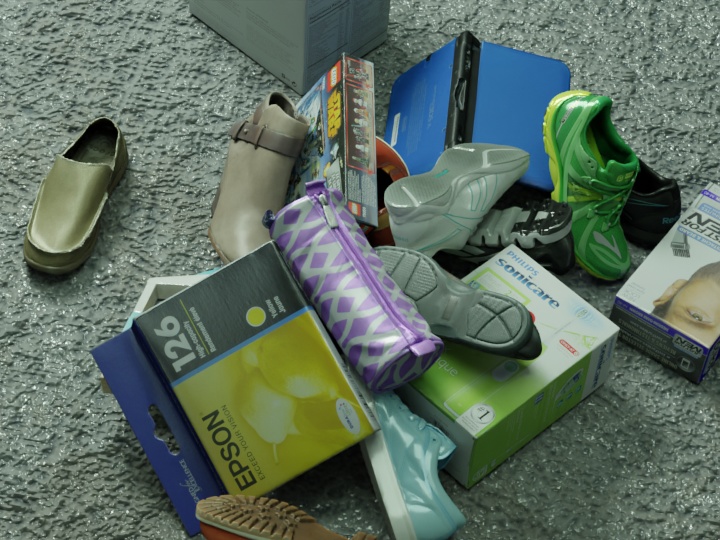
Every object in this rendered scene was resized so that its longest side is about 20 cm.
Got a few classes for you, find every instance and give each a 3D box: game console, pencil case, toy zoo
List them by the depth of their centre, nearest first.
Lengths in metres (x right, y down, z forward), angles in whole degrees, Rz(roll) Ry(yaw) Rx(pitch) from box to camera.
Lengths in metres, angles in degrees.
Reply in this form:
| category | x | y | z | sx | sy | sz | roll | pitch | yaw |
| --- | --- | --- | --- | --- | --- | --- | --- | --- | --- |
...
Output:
| category | x | y | z | sx | sy | sz | roll | pitch | yaw |
| --- | --- | --- | --- | --- | --- | --- | --- | --- | --- |
| pencil case | -0.003 | 0.013 | 1.587 | 0.084 | 0.086 | 0.200 | -20 | 67 | -38 |
| toy zoo | -0.159 | 0.054 | 1.687 | 0.131 | 0.020 | 0.200 | 2 | 33 | 11 |
| game console | 0.122 | -0.147 | 1.883 | 0.118 | 0.171 | 0.200 | 37 | 42 | -28 |

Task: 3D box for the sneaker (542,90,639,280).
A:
| category | x | y | z | sx | sy | sz | roll | pitch | yaw |
| --- | --- | --- | --- | --- | --- | --- | --- | --- | --- |
| sneaker | 0.240 | -0.084 | 1.773 | 0.083 | 0.200 | 0.074 | -4 | 16 | 44 |

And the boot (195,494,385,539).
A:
| category | x | y | z | sx | sy | sz | roll | pitch | yaw |
| --- | --- | --- | --- | --- | --- | --- | --- | --- | --- |
| boot | -0.059 | 0.264 | 1.501 | 0.200 | 0.107 | 0.075 | 21 | 17 | 14 |

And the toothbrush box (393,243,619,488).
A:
| category | x | y | z | sx | sy | sz | roll | pitch | yaw |
| --- | --- | --- | --- | --- | --- | --- | --- | --- | --- |
| toothbrush box | 0.124 | 0.088 | 1.675 | 0.200 | 0.086 | 0.146 | -32 | 58 | -29 |

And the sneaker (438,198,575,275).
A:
| category | x | y | z | sx | sy | sz | roll | pitch | yaw |
| --- | --- | --- | --- | --- | --- | --- | --- | --- | --- |
| sneaker | 0.132 | -0.025 | 1.784 | 0.200 | 0.091 | 0.067 | 2 | 42 | 32 |

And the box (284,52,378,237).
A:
| category | x | y | z | sx | sy | sz | roll | pitch | yaw |
| --- | --- | --- | --- | --- | --- | --- | --- | --- | --- |
| box | -0.034 | -0.099 | 1.757 | 0.040 | 0.137 | 0.200 | 16 | 55 | -26 |

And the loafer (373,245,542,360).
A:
| category | x | y | z | sx | sy | sz | roll | pitch | yaw |
| --- | --- | --- | --- | --- | --- | --- | --- | --- | --- |
| loafer | 0.081 | 0.039 | 1.628 | 0.200 | 0.063 | 0.072 | 25 | 78 | 36 |

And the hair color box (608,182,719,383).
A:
| category | x | y | z | sx | sy | sz | roll | pitch | yaw |
| --- | --- | --- | --- | --- | --- | --- | --- | --- | --- |
| hair color box | 0.348 | 0.009 | 1.775 | 0.109 | 0.065 | 0.200 | 31 | 56 | 19 |

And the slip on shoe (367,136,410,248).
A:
| category | x | y | z | sx | sy | sz | roll | pitch | yaw |
| --- | --- | --- | --- | --- | --- | --- | --- | --- | --- |
| slip on shoe | 0.013 | -0.088 | 1.782 | 0.074 | 0.061 | 0.200 | -26 | 36 | 6 |

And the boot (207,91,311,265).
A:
| category | x | y | z | sx | sy | sz | roll | pitch | yaw |
| --- | --- | --- | --- | --- | --- | --- | --- | --- | --- |
| boot | -0.094 | -0.088 | 1.751 | 0.070 | 0.146 | 0.200 | 18 | 23 | -31 |

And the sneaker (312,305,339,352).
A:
| category | x | y | z | sx | sy | sz | roll | pitch | yaw |
| --- | --- | --- | --- | --- | --- | --- | --- | --- | --- |
| sneaker | -0.048 | 0.090 | 1.659 | 0.075 | 0.079 | 0.200 | 11 | 70 | 18 |

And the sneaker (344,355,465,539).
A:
| category | x | y | z | sx | sy | sz | roll | pitch | yaw |
| --- | --- | --- | --- | --- | --- | --- | --- | --- | --- |
| sneaker | 0.042 | 0.156 | 1.602 | 0.082 | 0.074 | 0.200 | -15 | 73 | -7 |

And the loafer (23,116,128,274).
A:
| category | x | y | z | sx | sy | sz | roll | pitch | yaw |
| --- | --- | --- | --- | --- | --- | --- | --- | --- | --- |
| loafer | -0.294 | -0.082 | 1.798 | 0.076 | 0.068 | 0.200 | 11 | 50 | 5 |

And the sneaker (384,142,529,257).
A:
| category | x | y | z | sx | sy | sz | roll | pitch | yaw |
| --- | --- | --- | --- | --- | --- | --- | --- | --- | --- |
| sneaker | 0.095 | -0.069 | 1.726 | 0.070 | 0.080 | 0.200 | 18 | 35 | 38 |

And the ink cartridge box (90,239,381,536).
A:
| category | x | y | z | sx | sy | sz | roll | pitch | yaw |
| --- | --- | --- | --- | --- | --- | --- | --- | --- | --- |
| ink cartridge box | -0.116 | 0.106 | 1.567 | 0.200 | 0.047 | 0.198 | -30 | 84 | 1 |

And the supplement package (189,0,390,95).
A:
| category | x | y | z | sx | sy | sz | roll | pitch | yaw |
| --- | --- | --- | --- | --- | --- | --- | --- | --- | --- |
| supplement package | -0.077 | -0.346 | 1.954 | 0.191 | 0.200 | 0.147 | 38 | 57 | 24 |

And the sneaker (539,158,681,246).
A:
| category | x | y | z | sx | sy | sz | roll | pitch | yaw |
| --- | --- | --- | --- | --- | --- | --- | --- | --- | --- |
| sneaker | 0.255 | -0.104 | 1.855 | 0.200 | 0.079 | 0.075 | 29 | 54 | 21 |
